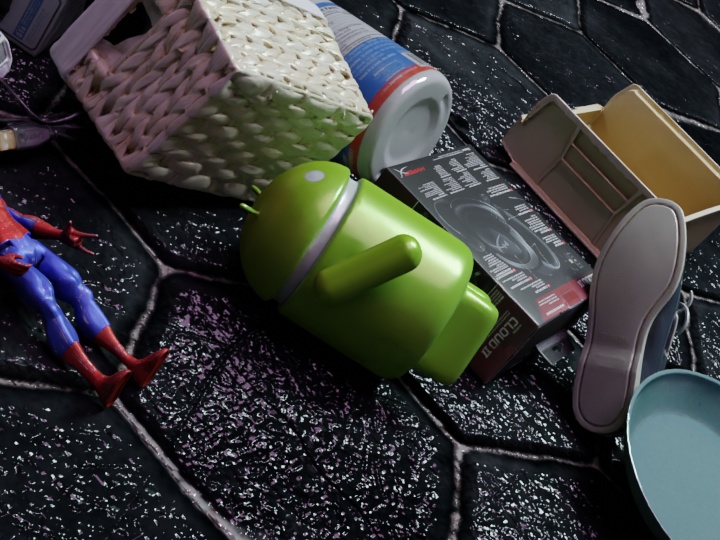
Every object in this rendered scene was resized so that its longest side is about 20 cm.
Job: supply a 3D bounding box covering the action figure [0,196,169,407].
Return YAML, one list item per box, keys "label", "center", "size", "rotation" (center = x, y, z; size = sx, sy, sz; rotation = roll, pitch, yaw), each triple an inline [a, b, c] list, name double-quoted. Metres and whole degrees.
- label: "action figure"
  center: [-0.205, -0.005, 0.847]
  size: [0.200, 0.052, 0.065]
  rotation: [42, 35, 10]

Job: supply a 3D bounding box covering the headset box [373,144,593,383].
- label: "headset box"
  center: [0.105, -0.004, 1.137]
  size: [0.200, 0.077, 0.149]
  rotation: [48, 32, 13]

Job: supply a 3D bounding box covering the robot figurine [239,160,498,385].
- label: "robot figurine"
  center: [0.000, 0.000, 0.983]
  size: [0.200, 0.116, 0.175]
  rotation: [33, 9, -7]

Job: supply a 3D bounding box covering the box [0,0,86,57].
- label: "box"
  center: [-0.304, -0.266, 1.065]
  size: [0.200, 0.060, 0.117]
  rotation: [35, 31, -6]

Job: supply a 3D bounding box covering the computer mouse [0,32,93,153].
- label: "computer mouse"
  center: [-0.288, -0.157, 0.963]
  size: [0.200, 0.044, 0.110]
  rotation: [50, 37, 7]

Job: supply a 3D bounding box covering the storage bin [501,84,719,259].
- label: "storage bin"
  center: [0.277, -0.103, 1.426]
  size: [0.199, 0.094, 0.200]
  rotation: [50, 33, 17]

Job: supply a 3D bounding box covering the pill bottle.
- label: "pill bottle"
  center: [-0.030, -0.165, 1.157]
  size: [0.200, 0.112, 0.112]
  rotation: [36, 28, 25]

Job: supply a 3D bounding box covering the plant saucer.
- label: "plant saucer"
  center: [0.277, 0.173, 1.069]
  size: [0.200, 0.036, 0.200]
  rotation: [21, 47, -24]

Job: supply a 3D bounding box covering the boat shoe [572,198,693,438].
- label: "boat shoe"
  center: [0.230, 0.041, 1.120]
  size: [0.075, 0.200, 0.062]
  rotation: [8, -6, 32]

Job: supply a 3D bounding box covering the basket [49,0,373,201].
- label: "basket"
  center: [-0.104, -0.138, 1.013]
  size: [0.200, 0.136, 0.123]
  rotation: [10, 46, -57]

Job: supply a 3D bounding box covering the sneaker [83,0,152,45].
- label: "sneaker"
  center: [-0.181, -0.210, 1.069]
  size: [0.070, 0.100, 0.200]
  rotation: [32, -13, -3]
